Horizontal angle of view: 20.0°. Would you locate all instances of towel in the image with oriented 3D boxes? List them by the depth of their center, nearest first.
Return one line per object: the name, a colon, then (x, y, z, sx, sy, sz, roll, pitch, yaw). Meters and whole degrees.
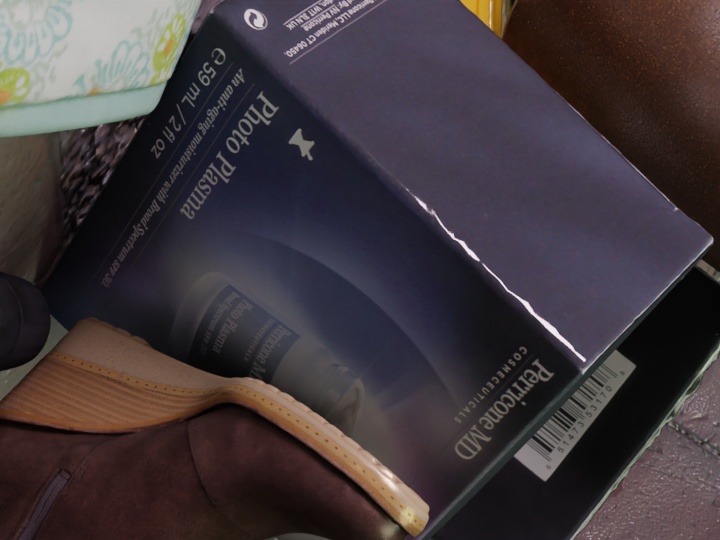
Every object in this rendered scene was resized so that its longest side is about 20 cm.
towel: (-0.092, -0.125, 0.675, 0.171, 0.048, 0.200, -62, 164, 20)

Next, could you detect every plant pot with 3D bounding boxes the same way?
plant pot: (0.197, -0.072, 0.952, 0.187, 0.200, 0.187, -27, 154, -15)

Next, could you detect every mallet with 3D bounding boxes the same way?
mallet: (-0.198, 0.081, 0.799, 0.200, 0.041, 0.066, -52, 164, 1)

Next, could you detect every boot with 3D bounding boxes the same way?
boot: (-0.084, 0.118, 0.784, 0.167, 0.200, 0.072, -60, 143, -13)

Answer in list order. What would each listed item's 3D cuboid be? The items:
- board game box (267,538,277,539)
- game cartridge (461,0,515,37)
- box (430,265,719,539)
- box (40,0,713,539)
board game box: (-0.048, 0.162, 1.061, 0.200, 0.026, 0.200, 90, 18, -60)
game cartridge: (0.062, -0.104, 1.048, 0.200, 0.032, 0.177, 74, 18, -74)
box: (0.096, 0.076, 1.116, 0.197, 0.117, 0.200, -50, 172, -7)
box: (0.000, 0.000, 0.849, 0.123, 0.198, 0.200, -41, 172, -45)
